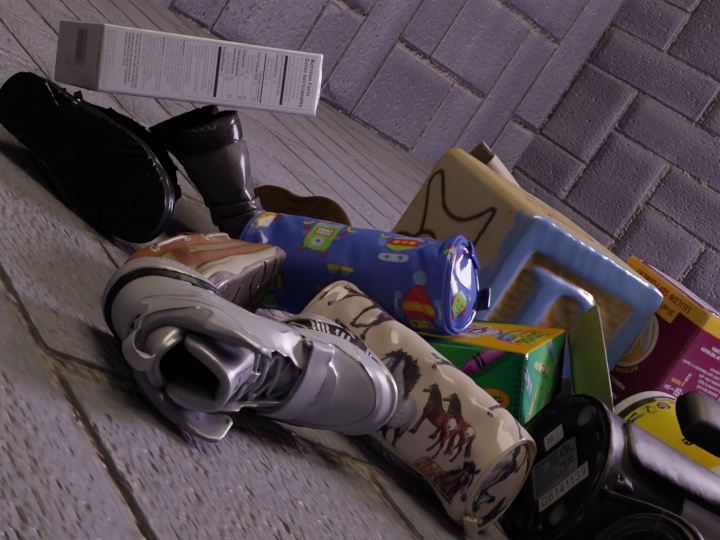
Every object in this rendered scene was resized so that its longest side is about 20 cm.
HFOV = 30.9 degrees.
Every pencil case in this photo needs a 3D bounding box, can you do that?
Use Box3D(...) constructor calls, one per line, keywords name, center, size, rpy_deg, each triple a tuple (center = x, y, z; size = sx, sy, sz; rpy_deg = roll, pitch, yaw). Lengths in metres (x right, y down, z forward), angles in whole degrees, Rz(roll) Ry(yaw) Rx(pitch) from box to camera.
Box3D(name="pencil case", center=(0.032, 0.096, 0.913), size=(0.200, 0.089, 0.078), rpy_deg=(39, -18, 26))
Box3D(name="pencil case", center=(0.000, 0.000, 1.026), size=(0.199, 0.087, 0.078), rpy_deg=(7, -41, 25))

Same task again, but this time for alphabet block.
Box3D(name="alphabet block", center=(0.145, 0.022, 1.325), size=(0.196, 0.196, 0.200), rpy_deg=(31, 11, -30))

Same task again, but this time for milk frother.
Box3D(name="milk frother", center=(0.217, 0.205, 0.909), size=(0.188, 0.180, 0.201), rpy_deg=(30, 53, -21))

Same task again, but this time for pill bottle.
Box3D(name="pill bottle", center=(0.303, 0.203, 1.186), size=(0.112, 0.113, 0.200), rpy_deg=(28, 11, -31))

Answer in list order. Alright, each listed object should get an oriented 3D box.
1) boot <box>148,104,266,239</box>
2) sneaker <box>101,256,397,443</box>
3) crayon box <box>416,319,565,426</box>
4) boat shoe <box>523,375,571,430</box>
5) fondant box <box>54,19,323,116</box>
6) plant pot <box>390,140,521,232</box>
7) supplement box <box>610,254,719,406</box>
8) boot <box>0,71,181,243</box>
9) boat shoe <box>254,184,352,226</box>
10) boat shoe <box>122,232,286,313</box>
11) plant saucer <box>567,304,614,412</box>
Box3D(name="boot", center=(-0.133, -0.077, 1.182), size=(0.200, 0.070, 0.132), rpy_deg=(-141, -151, -71))
Box3D(name="sneaker", center=(-0.060, 0.065, 0.775), size=(0.199, 0.075, 0.115), rpy_deg=(25, 12, -19))
Box3D(name="crayon box", center=(0.093, 0.078, 1.057), size=(0.118, 0.059, 0.200), rpy_deg=(6, 4, 17))
Box3D(name="boat shoe", center=(0.151, 0.127, 1.165), size=(0.066, 0.074, 0.200), rpy_deg=(14, 4, 2))
Box3D(name="fondant box", center=(-0.153, -0.178, 1.141), size=(0.199, 0.059, 0.144), rpy_deg=(4, 9, -28))
Box3D(name="plant pot", center=(0.140, -0.013, 1.536), size=(0.177, 0.200, 0.200), rpy_deg=(44, 8, -8))
Box3D(name="supplement box", center=(0.289, 0.108, 1.350), size=(0.103, 0.200, 0.131), rpy_deg=(25, 12, -40))
Box3D(name="boot", center=(-0.198, -0.085, 1.079), size=(0.198, 0.073, 0.162), rpy_deg=(39, 5, 20))
Box3D(name="boat shoe", center=(-0.056, -0.024, 1.218), size=(0.200, 0.072, 0.072), rpy_deg=(22, -37, 55))
Box3D(name="boat shoe", center=(-0.109, 0.001, 0.923), size=(0.072, 0.076, 0.200), rpy_deg=(33, 7, 9))
Box3D(name="plant saucer", center=(0.202, 0.131, 1.123), size=(0.031, 0.201, 0.200), rpy_deg=(-7, 5, 9))
